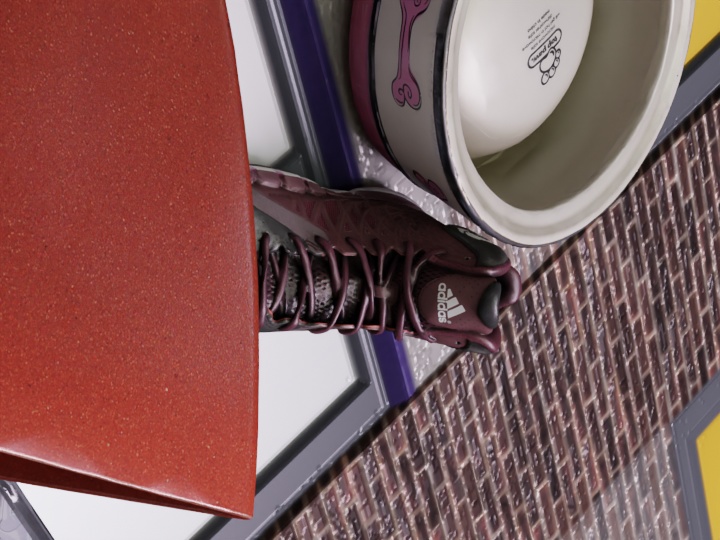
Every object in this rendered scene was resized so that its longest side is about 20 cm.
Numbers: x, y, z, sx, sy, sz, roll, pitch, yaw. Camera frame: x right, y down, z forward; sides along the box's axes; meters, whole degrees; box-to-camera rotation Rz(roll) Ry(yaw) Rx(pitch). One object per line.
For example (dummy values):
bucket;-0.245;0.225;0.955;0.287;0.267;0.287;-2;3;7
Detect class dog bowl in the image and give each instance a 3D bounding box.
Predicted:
dog bowl;0.074;-0.117;1.079;0.200;0.074;0.201;-25;124;-44

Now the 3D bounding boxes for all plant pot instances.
plant pot;-0.148;-0.031;0.758;0.200;0.199;0.177;25;74;-52

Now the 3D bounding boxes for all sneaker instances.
sneaker;0.000;0.000;1.002;0.200;0.115;0.076;-8;111;-50

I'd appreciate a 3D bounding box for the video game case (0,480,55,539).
video game case;-0.187;0.191;0.929;0.200;0.025;0.181;-50;138;-25
